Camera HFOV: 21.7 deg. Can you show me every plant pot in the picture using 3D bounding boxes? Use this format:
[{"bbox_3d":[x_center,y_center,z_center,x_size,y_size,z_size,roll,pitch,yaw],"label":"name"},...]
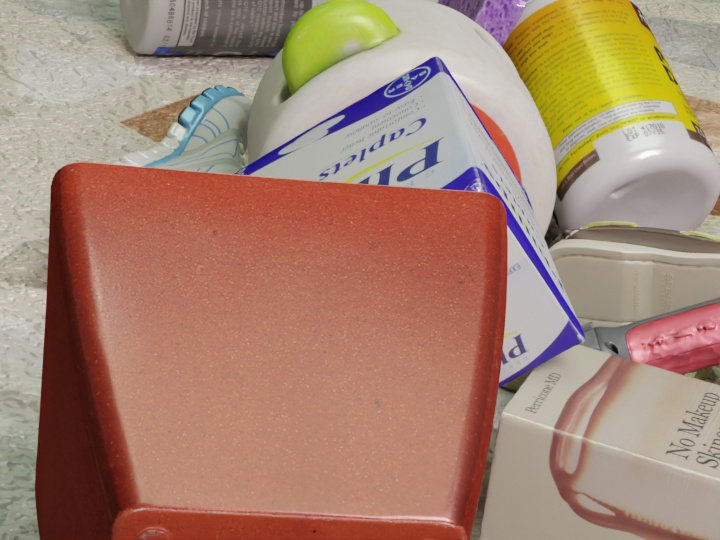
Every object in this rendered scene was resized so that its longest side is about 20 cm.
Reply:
[{"bbox_3d":[-0.040,0.092,0.796,0.199,0.201,0.177,4,37,-8],"label":"plant pot"}]

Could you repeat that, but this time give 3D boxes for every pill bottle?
[{"bbox_3d":[0.153,-0.111,1.235,0.109,0.109,0.201,-2,51,-22],"label":"pill bottle"},{"bbox_3d":[-0.095,-0.238,1.584,0.199,0.114,0.114,-2,26,-21],"label":"pill bottle"}]

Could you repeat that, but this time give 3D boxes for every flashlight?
[{"bbox_3d":[0.194,0.038,1.023,0.199,0.068,0.068,-17,54,5],"label":"flashlight"}]

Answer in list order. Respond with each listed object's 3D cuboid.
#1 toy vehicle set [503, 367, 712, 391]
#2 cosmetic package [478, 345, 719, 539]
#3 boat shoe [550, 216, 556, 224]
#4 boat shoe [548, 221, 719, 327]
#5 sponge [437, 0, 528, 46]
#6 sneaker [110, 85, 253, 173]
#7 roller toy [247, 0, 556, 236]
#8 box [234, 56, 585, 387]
[{"bbox_3d":[0.160,0.034,1.163,0.124,0.027,0.200,16,25,17],"label":"toy vehicle set"},{"bbox_3d":[0.169,0.113,0.916,0.199,0.088,0.103,15,26,16],"label":"cosmetic package"},{"bbox_3d":[0.133,-0.068,1.312,0.201,0.072,0.060,-6,54,-23],"label":"boat shoe"},{"bbox_3d":[0.205,0.012,1.110,0.199,0.072,0.060,10,27,19],"label":"boat shoe"},{"bbox_3d":[0.046,-0.122,1.271,0.030,0.200,0.112,25,21,-16],"label":"sponge"},{"bbox_3d":[-0.100,-0.056,1.249,0.086,0.075,0.200,21,34,12],"label":"sneaker"},{"bbox_3d":[0.021,-0.066,1.157,0.181,0.201,0.140,14,23,-12],"label":"roller toy"},{"bbox_3d":[0.000,0.000,0.995,0.183,0.105,0.200,-30,24,8],"label":"box"}]
